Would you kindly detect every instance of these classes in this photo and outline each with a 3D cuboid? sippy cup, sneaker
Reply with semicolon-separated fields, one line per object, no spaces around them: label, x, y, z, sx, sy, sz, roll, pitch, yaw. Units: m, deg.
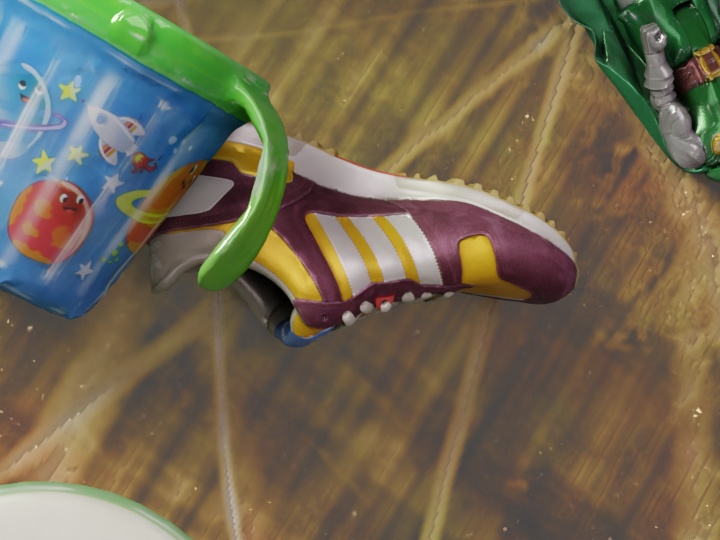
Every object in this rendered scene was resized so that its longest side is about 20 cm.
sippy cup;-0.127;-0.056;1.047;0.140;0.178;0.131;30;92;-36
sneaker;0.000;0.000;1.126;0.199;0.075;0.090;16;71;-10

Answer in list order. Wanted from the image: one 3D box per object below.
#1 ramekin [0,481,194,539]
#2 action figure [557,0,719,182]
ramekin;-0.127;0.180;0.988;0.199;0.098;0.201;2;72;-5
action figure;0.155;-0.120;1.226;0.118;0.055;0.200;-30;96;-28
